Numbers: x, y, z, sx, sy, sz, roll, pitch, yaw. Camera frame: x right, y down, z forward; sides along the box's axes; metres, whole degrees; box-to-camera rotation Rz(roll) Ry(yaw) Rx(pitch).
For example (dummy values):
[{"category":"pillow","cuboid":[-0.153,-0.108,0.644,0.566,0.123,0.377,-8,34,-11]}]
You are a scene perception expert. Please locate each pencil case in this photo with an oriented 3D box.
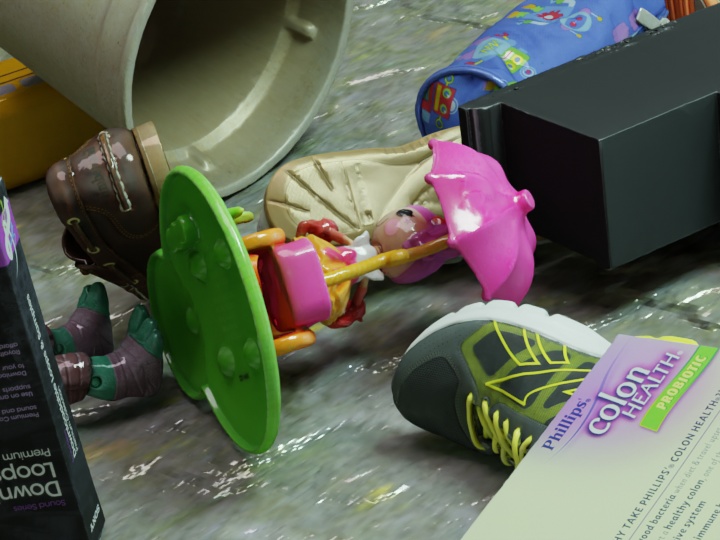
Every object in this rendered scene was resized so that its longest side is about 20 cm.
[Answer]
[{"category":"pencil case","cuboid":[0.117,-0.126,1.765,0.087,0.078,0.200,8,33,34]}]

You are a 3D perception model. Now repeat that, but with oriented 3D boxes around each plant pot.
[{"category":"plant pot","cuboid":[-0.136,-0.169,1.783,0.183,0.201,0.200,28,45,33]}]

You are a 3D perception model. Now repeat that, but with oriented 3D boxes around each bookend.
[{"category":"bookend","cuboid":[0.193,-0.054,1.539,0.198,0.092,0.200,-23,29,-30]}]

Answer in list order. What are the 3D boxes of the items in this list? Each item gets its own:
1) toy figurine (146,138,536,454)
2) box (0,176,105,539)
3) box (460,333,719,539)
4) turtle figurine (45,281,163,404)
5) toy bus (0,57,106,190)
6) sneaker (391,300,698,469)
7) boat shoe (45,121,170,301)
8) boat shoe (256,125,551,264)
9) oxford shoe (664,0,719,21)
[{"category":"toy figurine","cuboid":[0.000,0.000,1.513,0.183,0.151,0.200,-16,-2,-18]},{"category":"box","cuboid":[-0.217,0.058,1.406,0.142,0.201,0.036,-8,29,11]},{"category":"box","cuboid":[0.158,0.127,1.176,0.199,0.097,0.176,8,42,36]},{"category":"turtle figurine","cuboid":[-0.213,0.052,1.533,0.199,0.101,0.150,-9,36,-30]},{"category":"toy bus","cuboid":[-0.226,-0.096,1.880,0.199,0.065,0.078,-20,27,-15]},{"category":"sneaker","cuboid":[0.089,0.068,1.385,0.199,0.075,0.085,2,37,38]},{"category":"boat shoe","cuboid":[-0.132,-0.028,1.593,0.070,0.200,0.071,-22,71,-4]},{"category":"boat shoe","cuboid":[0.037,-0.037,1.632,0.199,0.071,0.069,-3,-18,-15]},{"category":"oxford shoe","cuboid":[0.201,-0.192,1.873,0.073,0.072,0.200,-15,25,-15]}]
